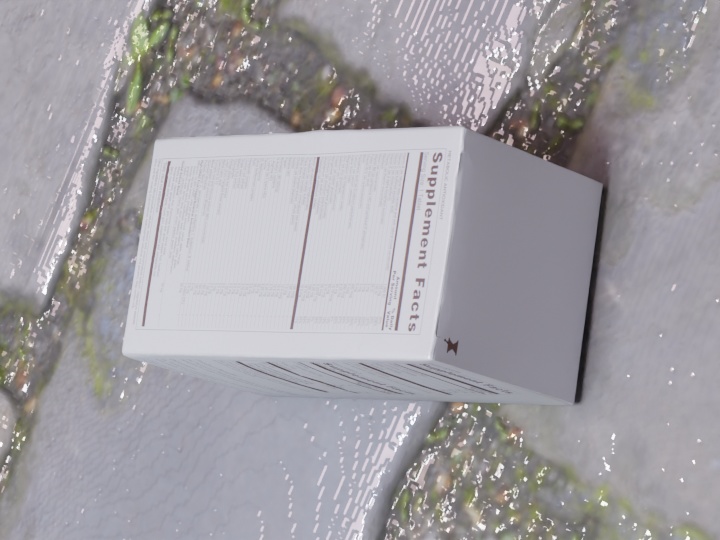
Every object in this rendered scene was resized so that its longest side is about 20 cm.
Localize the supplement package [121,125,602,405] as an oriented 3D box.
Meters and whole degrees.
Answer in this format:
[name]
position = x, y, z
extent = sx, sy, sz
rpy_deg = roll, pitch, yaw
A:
[supplement package]
position = 0.000, 0.000, 1.401
extent = 0.200, 0.109, 0.114
rpy_deg = 1, 78, 42
